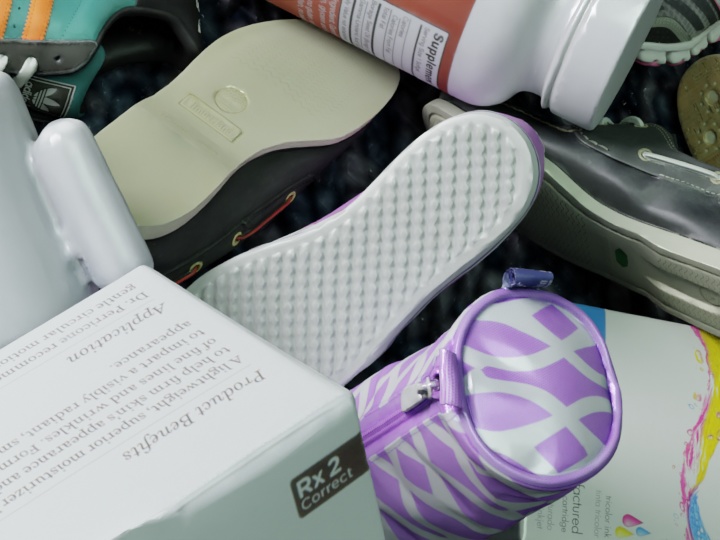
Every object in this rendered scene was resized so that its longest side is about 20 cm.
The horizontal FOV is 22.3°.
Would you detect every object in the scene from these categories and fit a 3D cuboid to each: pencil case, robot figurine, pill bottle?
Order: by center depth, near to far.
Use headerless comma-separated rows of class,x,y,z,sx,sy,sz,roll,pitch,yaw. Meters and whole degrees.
robot figurine,-0.166,-0.002,0.722,0.113,0.169,0.201,-49,121,-68
pencil case,0.025,0.074,0.744,0.085,0.200,0.084,-4,69,-29
pill bottle,0.036,-0.146,0.832,0.199,0.112,0.113,27,65,9

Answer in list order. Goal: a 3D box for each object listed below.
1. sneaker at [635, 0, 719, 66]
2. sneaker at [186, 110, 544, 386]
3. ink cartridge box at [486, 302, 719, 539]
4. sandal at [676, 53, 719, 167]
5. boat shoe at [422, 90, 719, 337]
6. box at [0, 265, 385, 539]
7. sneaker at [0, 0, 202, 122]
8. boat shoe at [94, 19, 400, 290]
sneaker,0.175,-0.163,0.924,0.199,0.088,0.074,-16,43,-31
sneaker,0.001,0.000,0.819,0.200,0.114,0.073,-32,92,12
ink cartridge box,0.151,0.090,0.862,0.199,0.067,0.117,10,71,-20
sandal,0.203,-0.013,0.896,0.069,0.078,0.213,-7,63,-44
boat shoe,0.121,-0.038,0.860,0.199,0.072,0.068,28,67,20
box,-0.097,0.142,0.659,0.198,0.130,0.201,-32,129,-27
sneaker,-0.157,-0.100,0.792,0.199,0.071,0.080,-21,79,-27
boat shoe,-0.059,-0.055,0.826,0.074,0.063,0.201,40,48,14
